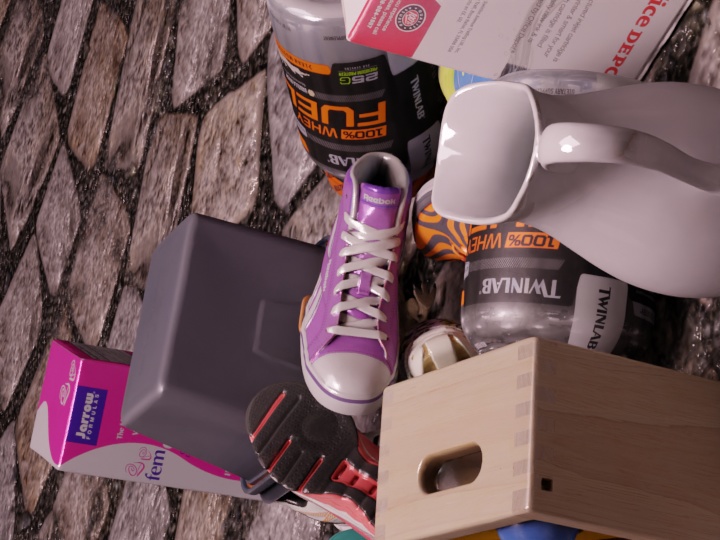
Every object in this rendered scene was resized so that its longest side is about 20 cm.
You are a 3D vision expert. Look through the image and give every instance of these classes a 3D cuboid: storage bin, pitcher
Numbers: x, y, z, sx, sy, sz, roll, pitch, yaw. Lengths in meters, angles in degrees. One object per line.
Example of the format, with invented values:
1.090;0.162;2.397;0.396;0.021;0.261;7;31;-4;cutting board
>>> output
-0.092;0.054;1.747;0.146;0.134;0.200;-39;38;54;storage bin
0.163;-0.051;1.285;0.172;0.200;0.121;-173;94;-67;pitcher

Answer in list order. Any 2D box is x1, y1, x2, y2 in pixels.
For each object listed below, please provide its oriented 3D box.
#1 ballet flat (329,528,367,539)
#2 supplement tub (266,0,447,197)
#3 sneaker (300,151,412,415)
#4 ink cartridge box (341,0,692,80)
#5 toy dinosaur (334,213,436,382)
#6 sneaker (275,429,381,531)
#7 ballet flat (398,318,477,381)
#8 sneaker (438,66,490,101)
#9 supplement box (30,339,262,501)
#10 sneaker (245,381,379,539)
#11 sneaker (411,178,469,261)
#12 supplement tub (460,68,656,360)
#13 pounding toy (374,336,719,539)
0.024;0.247;1.678;0.200;0.069;0.070;-149;72;-66;ballet flat
0.004;-0.152;1.735;0.123;0.122;0.200;-105;0;-47;supplement tub
-0.001;0.000;1.654;0.114;0.073;0.201;100;175;-48;sneaker
0.105;-0.200;1.496;0.084;0.200;0.145;-98;28;-44;ink cartridge box
0.025;0.040;1.797;0.101;0.058;0.200;115;146;-72;toy dinosaur
0.004;0.154;1.728;0.200;0.080;0.074;-30;51;53;sneaker
0.069;0.084;1.617;0.200;0.072;0.072;-110;37;-48;ballet flat
0.116;-0.178;1.638;0.105;0.076;0.200;-118;30;-43;sneaker
-0.172;0.130;2.012;0.103;0.200;0.101;-159;80;-68;supplement box
-0.003;0.158;1.649;0.074;0.200;0.087;-48;-24;-15;sneaker
0.090;-0.012;1.607;0.200;0.078;0.112;148;130;-61;sneaker
0.128;-0.018;1.459;0.123;0.122;0.200;162;116;-65;supplement tub
0.115;0.144;1.374;0.200;0.184;0.142;-23;58;54;pounding toy
